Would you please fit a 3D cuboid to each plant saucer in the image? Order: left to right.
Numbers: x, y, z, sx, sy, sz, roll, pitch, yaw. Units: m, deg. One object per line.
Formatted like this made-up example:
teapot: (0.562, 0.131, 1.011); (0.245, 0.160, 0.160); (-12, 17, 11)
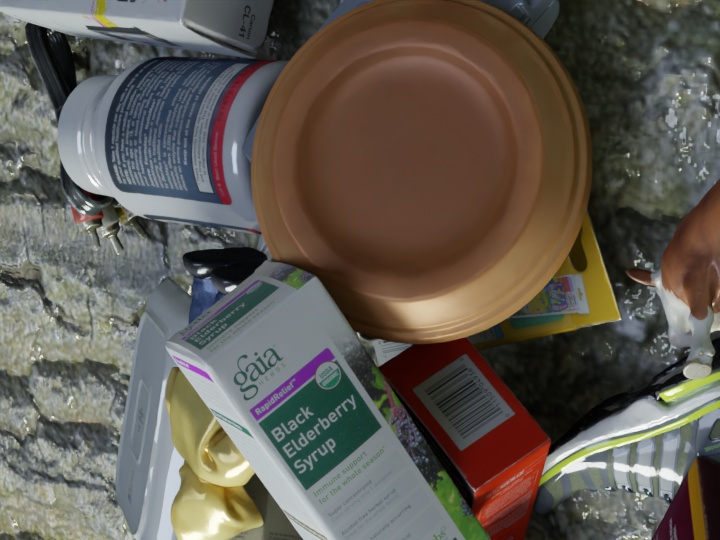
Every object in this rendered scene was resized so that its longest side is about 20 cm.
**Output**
plant saucer: (0.029, -0.060, 0.803); (0.199, 0.037, 0.201); (-1, 86, 17)

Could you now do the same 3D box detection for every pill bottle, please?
pill bottle: (-0.119, -0.092, 1.022); (0.199, 0.119, 0.120); (8, 110, 37)

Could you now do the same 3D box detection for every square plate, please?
square plate: (-0.154, 0.114, 1.080); (0.200, 0.028, 0.199); (-155, 74, -72)

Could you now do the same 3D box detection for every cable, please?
cable: (-0.233, -0.107, 1.130); (0.050, 0.097, 0.201); (-31, 85, 22)

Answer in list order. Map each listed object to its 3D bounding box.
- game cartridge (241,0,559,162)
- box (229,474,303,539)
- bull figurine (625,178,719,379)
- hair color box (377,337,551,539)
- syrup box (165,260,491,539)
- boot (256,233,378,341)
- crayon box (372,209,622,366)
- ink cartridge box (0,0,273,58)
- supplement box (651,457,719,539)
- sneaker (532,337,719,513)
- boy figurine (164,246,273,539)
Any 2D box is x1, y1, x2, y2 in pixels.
game cartridge: (0.018, -0.119, 0.878); (0.200, 0.041, 0.133); (-48, 41, 8)
box: (-0.075, 0.122, 1.034); (0.082, 0.068, 0.201); (-2, 75, 33)
bull figurine: (0.213, -0.011, 0.771); (0.065, 0.122, 0.200); (16, 132, -15)
hair color box: (0.059, 0.129, 0.922); (0.102, 0.061, 0.200); (50, 161, 26)
syrup box: (-0.018, 0.099, 0.816); (0.200, 0.079, 0.081); (57, 163, -20)
boot: (0.000, 0.000, 0.891); (0.073, 0.096, 0.200); (34, 141, -31)
crayon box: (0.080, -0.016, 0.928); (0.199, 0.051, 0.126); (-15, 95, 43)
ink cartridge box: (-0.152, -0.236, 0.995); (0.199, 0.085, 0.148); (12, 90, 39)
supplement box: (0.212, 0.223, 0.848); (0.110, 0.086, 0.201); (18, 122, -2)
sneaker: (0.178, 0.116, 0.880); (0.200, 0.074, 0.081); (-37, 86, 44)
boy figurine: (-0.086, 0.091, 0.930); (0.124, 0.064, 0.201); (23, 114, 52)
